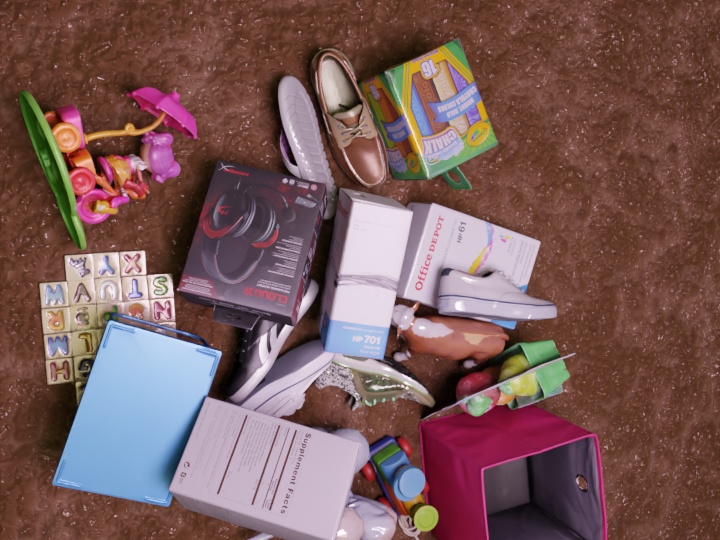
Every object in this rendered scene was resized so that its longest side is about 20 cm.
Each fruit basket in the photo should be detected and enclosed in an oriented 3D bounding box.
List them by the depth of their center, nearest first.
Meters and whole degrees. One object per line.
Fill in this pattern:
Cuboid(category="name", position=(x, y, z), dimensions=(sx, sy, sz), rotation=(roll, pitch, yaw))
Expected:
Cuboid(category="fruit basket", position=(0.204, 0.181, 1.051), dimensions=(0.200, 0.185, 0.094), rotation=(-25, 78, -19))

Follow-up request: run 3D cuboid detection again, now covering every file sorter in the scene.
Cuboid(category="file sorter", position=(-0.283, 0.166, 0.885), dimensions=(0.138, 0.123, 0.201), rotation=(19, 90, -22))

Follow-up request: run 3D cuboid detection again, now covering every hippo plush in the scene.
Cuboid(category="hippo plush", position=(-0.037, 0.307, 1.008), dimensions=(0.159, 0.200, 0.161), rotation=(19, 63, -48))

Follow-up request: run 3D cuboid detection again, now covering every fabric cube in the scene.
Cuboid(category="fabric cube", position=(0.225, 0.330, 1.063), dimensions=(0.199, 0.199, 0.197), rotation=(-10, 99, -19))

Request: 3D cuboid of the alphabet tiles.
Cuboid(category="alphabet tiles", position=(-0.330, 0.076, 0.925), dimensions=(0.166, 0.006, 0.201), rotation=(-4, 98, -21))

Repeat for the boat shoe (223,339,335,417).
Cuboid(category="boat shoe", position=(-0.112, 0.172, 0.983), dimensions=(0.200, 0.074, 0.065), rotation=(-33, 112, 5))

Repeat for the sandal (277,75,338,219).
Cuboid(category="sandal", position=(-0.085, -0.163, 0.965), dimensions=(0.050, 0.082, 0.203), rotation=(-10, 105, 24))

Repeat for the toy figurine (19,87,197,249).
Cuboid(category="toy figurine", position=(-0.289, -0.144, 0.864), dimensions=(0.184, 0.150, 0.200), rotation=(-24, 126, -26))

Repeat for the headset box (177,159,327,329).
Cuboid(category="headset box", position=(-0.136, -0.024, 0.900), dimensions=(0.148, 0.075, 0.201), rotation=(14, 76, 2))

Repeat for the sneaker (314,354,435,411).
Cuboid(category="sneaker", position=(0.017, 0.171, 1.042), dimensions=(0.200, 0.077, 0.089), rotation=(26, 96, -14))

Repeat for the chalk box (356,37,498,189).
Cuboid(category="chalk box", position=(0.099, -0.202, 0.994), dimensions=(0.124, 0.125, 0.200), rotation=(-27, 104, -16))

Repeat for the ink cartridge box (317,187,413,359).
Cuboid(category="ink cartridge box", position=(0.000, 0.000, 0.948), dimensions=(0.086, 0.146, 0.201), rotation=(10, 101, -10))

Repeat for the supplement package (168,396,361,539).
Cuboid(category="supplement package", position=(-0.112, 0.254, 0.864), dimensions=(0.199, 0.121, 0.120), rotation=(16, 61, 4))

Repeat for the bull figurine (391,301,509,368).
Cuboid(category="bull figurine", position=(0.114, 0.099, 1.029), dimensions=(0.199, 0.121, 0.065), rotation=(12, 67, -12))

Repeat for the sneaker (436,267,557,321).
Cuboid(category="sneaker", position=(0.201, 0.034, 0.999), dimensions=(0.200, 0.073, 0.071), rotation=(8, 80, -29))

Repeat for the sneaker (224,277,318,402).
Cuboid(category="sneaker", position=(-0.155, 0.070, 0.963), dimensions=(0.112, 0.073, 0.200), rotation=(36, 76, -16))

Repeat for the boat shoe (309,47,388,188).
Cuboid(category="boat shoe", position=(-0.019, -0.208, 0.967), dimensions=(0.075, 0.074, 0.200), rotation=(-24, 102, 3))

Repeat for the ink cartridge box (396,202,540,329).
Cuboid(category="ink cartridge box", position=(0.151, -0.007, 1.057), dimensions=(0.200, 0.085, 0.145), rotation=(16, 90, -20))

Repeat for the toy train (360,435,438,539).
Cuboid(category="toy train", position=(0.082, 0.358, 1.056), dimensions=(0.085, 0.116, 0.200), rotation=(-28, 105, -15))
